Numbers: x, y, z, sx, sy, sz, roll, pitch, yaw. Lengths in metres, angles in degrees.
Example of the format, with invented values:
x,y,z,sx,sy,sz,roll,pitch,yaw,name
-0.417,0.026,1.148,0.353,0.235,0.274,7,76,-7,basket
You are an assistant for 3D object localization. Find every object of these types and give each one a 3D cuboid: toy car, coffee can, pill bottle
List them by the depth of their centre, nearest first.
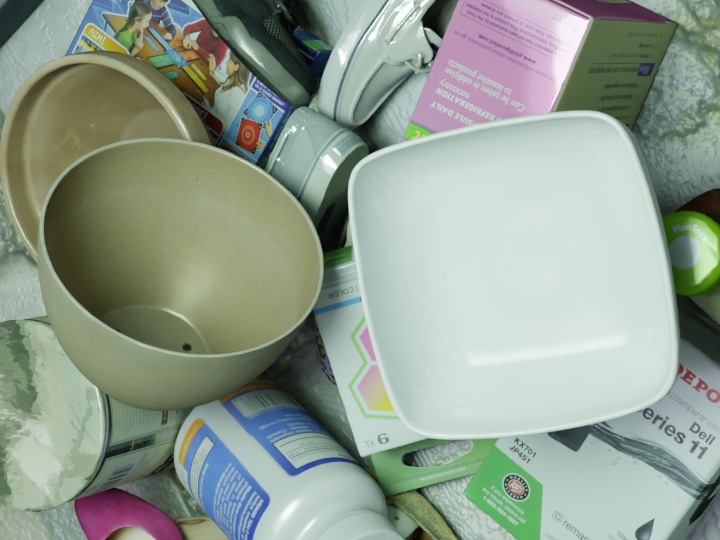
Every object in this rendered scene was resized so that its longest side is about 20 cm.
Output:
x,y,z,sx,sy,sz,roll,pitch,yaw,name
0.308,-0.033,1.328,0.158,0.164,0.200,44,100,17,toy car
-0.049,0.176,1.509,0.200,0.112,0.112,42,114,45,pill bottle
-0.206,0.100,1.571,0.146,0.200,0.146,3,96,27,coffee can

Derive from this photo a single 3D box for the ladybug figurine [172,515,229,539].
x,y,z,sx,sy,sz,roll,pitch,yaw,name
-0.117,0.263,1.614,0.200,0.072,0.136,-6,92,28,ladybug figurine

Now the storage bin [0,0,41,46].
x,y,z,sx,sy,sz,roll,pitch,yaw,name
-0.359,-0.236,1.661,0.134,0.146,0.200,48,114,4,storage bin

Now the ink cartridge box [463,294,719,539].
x,y,z,sx,sy,sz,roll,pitch,yaw,name
0.192,0.121,1.434,0.147,0.083,0.200,38,110,19,ink cartridge box

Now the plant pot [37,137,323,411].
x,y,z,sx,sy,sz,roll,pitch,yaw,name
-0.139,0.022,1.424,0.200,0.200,0.134,42,139,17,plant pot

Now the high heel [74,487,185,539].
x,y,z,sx,sy,sz,roll,pitch,yaw,name
-0.170,0.244,1.544,0.200,0.096,0.067,48,113,16,high heel

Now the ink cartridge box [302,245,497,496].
x,y,z,sx,sy,sz,roll,pitch,yaw,name
0.036,0.075,1.482,0.104,0.059,0.200,-16,103,4,ink cartridge box

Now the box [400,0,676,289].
x,y,z,sx,sy,sz,roll,pitch,yaw,name
0.115,-0.103,1.399,0.097,0.176,0.200,28,108,22,box

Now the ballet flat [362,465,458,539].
x,y,z,sx,sy,sz,roll,pitch,yaw,name
0.047,0.227,1.530,0.200,0.071,0.071,45,113,17,ballet flat

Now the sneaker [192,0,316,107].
x,y,z,sx,sy,sz,roll,pitch,yaw,name
-0.071,-0.220,1.515,0.114,0.076,0.199,-35,64,2,sneaker

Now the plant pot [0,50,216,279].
x,y,z,sx,sy,sz,roll,pitch,yaw,name
-0.179,-0.078,1.566,0.201,0.093,0.201,10,110,30,plant pot

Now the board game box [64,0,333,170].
x,y,z,sx,sy,sz,roll,pitch,yaw,name
-0.131,-0.172,1.598,0.200,0.034,0.135,38,111,18,board game box

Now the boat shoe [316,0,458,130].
x,y,z,sx,sy,sz,roll,pitch,yaw,name
0.041,-0.181,1.494,0.066,0.072,0.200,40,103,23,boat shoe

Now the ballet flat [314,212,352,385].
x,y,z,sx,sy,sz,roll,pitch,yaw,name
0.000,0.000,1.530,0.072,0.072,0.200,27,107,23,ballet flat

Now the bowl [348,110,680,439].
x,y,z,sx,sy,sz,roll,pitch,yaw,name
0.105,0.001,1.282,0.200,0.075,0.200,-10,95,20,bowl

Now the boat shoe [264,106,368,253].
x,y,z,sx,sy,sz,roll,pitch,yaw,name
-0.060,-0.045,1.538,0.072,0.070,0.201,41,130,15,boat shoe
